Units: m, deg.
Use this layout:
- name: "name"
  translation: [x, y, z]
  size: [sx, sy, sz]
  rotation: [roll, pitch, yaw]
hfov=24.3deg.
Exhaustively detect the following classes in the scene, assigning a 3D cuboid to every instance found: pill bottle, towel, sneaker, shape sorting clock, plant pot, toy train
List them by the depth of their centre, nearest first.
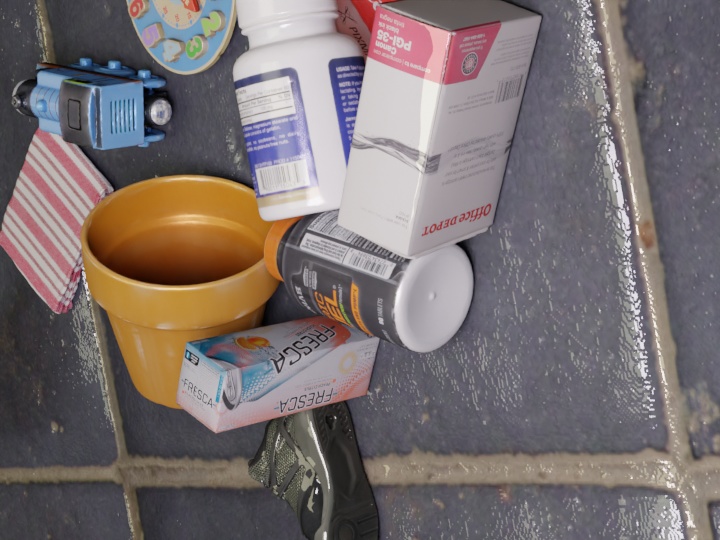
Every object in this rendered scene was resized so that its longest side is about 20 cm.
- name: "pill bottle"
  translation: [-0.050, -0.152, 1.501]
  size: [0.120, 0.120, 0.200]
  rotation: [-7, 94, 46]
- name: "pill bottle"
  translation: [0.000, 0.000, 1.558]
  size: [0.200, 0.106, 0.106]
  rotation: [20, 113, 42]
- name: "sneaker"
  translation: [-0.048, 0.228, 1.683]
  size: [0.114, 0.076, 0.200]
  rotation: [-22, 80, 48]
- name: "plant pot"
  translation: [-0.177, 0.033, 1.700]
  size: [0.200, 0.200, 0.183]
  rotation: [33, 136, 36]
- name: "shape sorting clock"
  translation: [-0.190, -0.303, 1.734]
  size: [0.200, 0.039, 0.200]
  rotation: [12, 107, 44]
- name: "toy train"
  translation: [-0.294, -0.182, 1.812]
  size: [0.200, 0.114, 0.087]
  rotation: [17, 110, 42]
- name: "towel"
  translation: [-0.358, -0.066, 1.971]
  size: [0.146, 0.030, 0.200]
  rotation: [47, 126, 29]

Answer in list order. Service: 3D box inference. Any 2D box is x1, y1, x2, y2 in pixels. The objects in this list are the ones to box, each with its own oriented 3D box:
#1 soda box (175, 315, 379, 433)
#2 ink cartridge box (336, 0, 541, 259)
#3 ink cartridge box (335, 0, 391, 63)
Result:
- name: "soda box"
  translation: [-0.076, 0.094, 1.587]
  size: [0.064, 0.200, 0.068]
  rotation: [30, 118, 38]
- name: "ink cartridge box"
  translation: [0.065, -0.127, 1.424]
  size: [0.083, 0.146, 0.200]
  rotation: [25, 116, 29]
- name: "ink cartridge box"
  translation: [-0.004, -0.218, 1.558]
  size: [0.176, 0.045, 0.200]
  rotation: [-48, 65, 42]
